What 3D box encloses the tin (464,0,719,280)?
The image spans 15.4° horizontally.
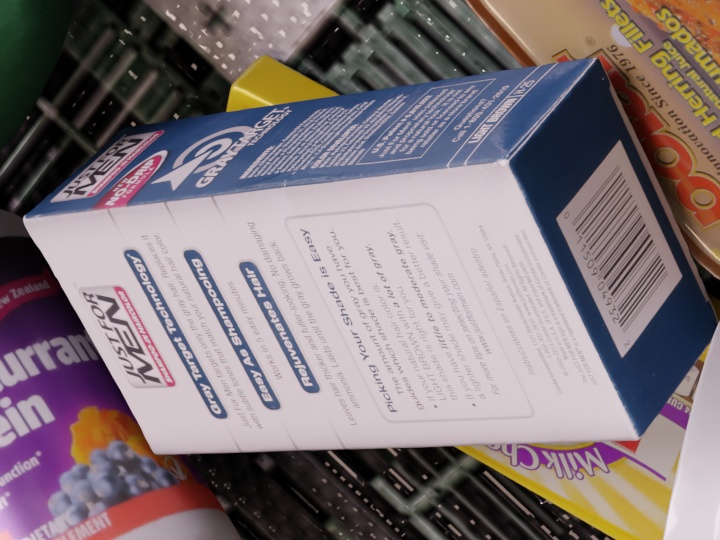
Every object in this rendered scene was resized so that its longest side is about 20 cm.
[{"bbox_3d":[0.104,-0.072,0.757,0.200,0.042,0.112,48,131,-6],"label":"tin"}]

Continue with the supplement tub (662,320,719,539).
[{"bbox_3d":[0.188,0.087,0.721,0.200,0.145,0.145,11,128,13],"label":"supplement tub"}]

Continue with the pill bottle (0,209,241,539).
[{"bbox_3d":[-0.137,0.049,0.933,0.200,0.111,0.111,54,138,18],"label":"pill bottle"}]

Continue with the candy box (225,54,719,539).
[{"bbox_3d":[0.038,0.016,0.875,0.200,0.026,0.102,29,137,14],"label":"candy box"}]

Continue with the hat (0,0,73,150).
[{"bbox_3d":[-0.092,-0.083,0.806,0.176,0.166,0.200,0,136,23],"label":"hat"}]

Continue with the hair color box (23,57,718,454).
[{"bbox_3d":[0.000,0.000,0.822,0.200,0.061,0.100,-5,121,41],"label":"hair color box"}]
